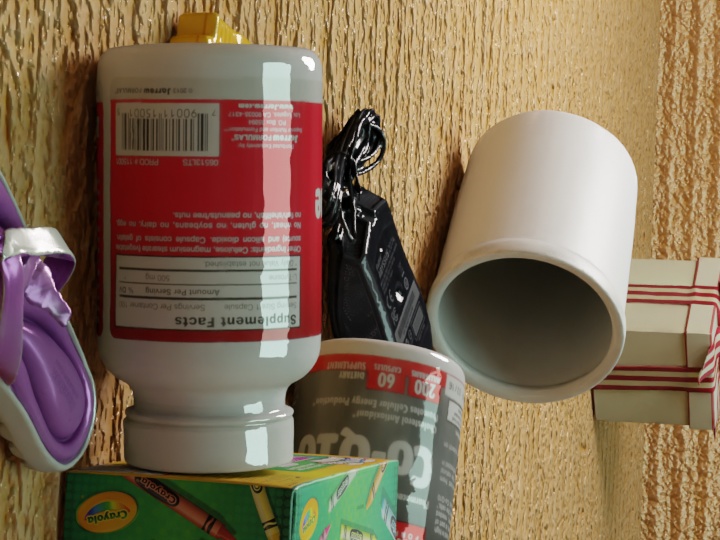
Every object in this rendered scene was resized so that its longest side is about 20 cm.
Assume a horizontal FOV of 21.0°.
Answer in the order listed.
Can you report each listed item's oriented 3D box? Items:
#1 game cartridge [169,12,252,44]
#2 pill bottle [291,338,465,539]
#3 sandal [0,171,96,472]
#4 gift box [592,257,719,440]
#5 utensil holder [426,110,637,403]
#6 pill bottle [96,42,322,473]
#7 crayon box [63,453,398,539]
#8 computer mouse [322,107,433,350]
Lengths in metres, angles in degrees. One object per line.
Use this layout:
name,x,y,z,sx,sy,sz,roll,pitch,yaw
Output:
game cartridge,-0.069,-0.036,1.111,0.200,0.032,0.178,37,57,-72
pill bottle,0.003,0.155,1.241,0.114,0.113,0.202,53,41,-66
sandal,-0.142,0.013,0.821,0.203,0.049,0.083,70,27,-53
gift box,0.402,0.108,2.542,0.201,0.185,0.186,-73,158,-46
utensil holder,0.155,-0.016,1.673,0.201,0.168,0.171,-72,158,-47
pill bottle,-0.074,-0.007,0.947,0.112,0.111,0.202,-12,103,-74
crayon box,-0.060,0.128,1.001,0.200,0.117,0.059,7,85,-74
computer mouse,0.000,0.000,1.344,0.139,0.052,0.202,-64,141,-58
